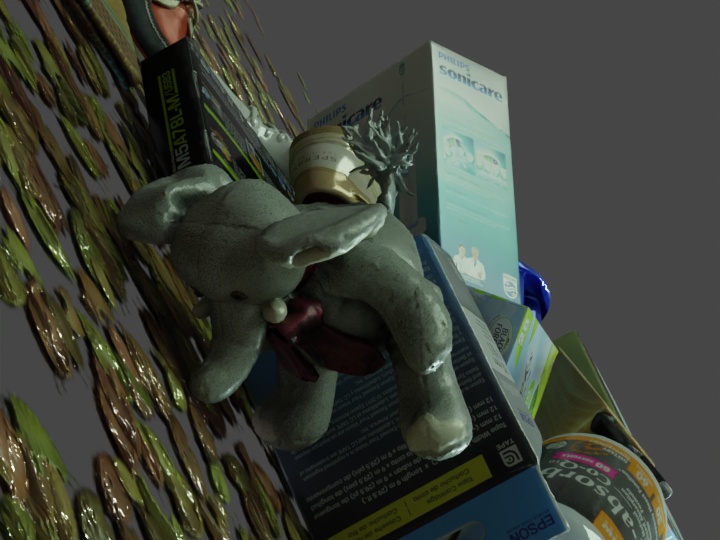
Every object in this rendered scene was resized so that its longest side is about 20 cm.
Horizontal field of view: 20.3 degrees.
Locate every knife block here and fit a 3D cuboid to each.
[{"bbox_3d":[0.174,0.125,1.467,0.064,0.175,0.200,51,48,-16],"label":"knife block"}]

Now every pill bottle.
[{"bbox_3d":[0.120,0.185,1.269,0.117,0.116,0.200,62,24,-3],"label":"pill bottle"}]

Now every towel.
[{"bbox_3d":[-0.200,-0.227,1.349,0.147,0.022,0.201,58,9,-42],"label":"towel"}]

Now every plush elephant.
[{"bbox_3d":[-0.040,0.011,1.083,0.164,0.154,0.202,9,-83,47],"label":"plush elephant"}]

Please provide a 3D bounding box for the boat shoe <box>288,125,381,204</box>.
[{"bbox_3d":[0.000,0.000,1.347,0.069,0.073,0.201,-81,149,-50],"label":"boat shoe"}]

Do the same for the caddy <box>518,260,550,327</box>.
[{"bbox_3d":[0.056,0.050,1.611,0.142,0.199,0.106,60,21,-52],"label":"caddy"}]

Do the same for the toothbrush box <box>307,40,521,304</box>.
[{"bbox_3d":[0.036,-0.046,1.501,0.085,0.146,0.201,20,55,-37],"label":"toothbrush box"}]

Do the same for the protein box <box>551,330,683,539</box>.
[{"bbox_3d":[0.142,0.197,1.639,0.135,0.198,0.201,58,7,-40],"label":"protein box"}]

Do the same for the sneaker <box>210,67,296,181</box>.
[{"bbox_3d":[-0.057,-0.098,1.622,0.201,0.115,0.074,60,7,-22],"label":"sneaker"}]

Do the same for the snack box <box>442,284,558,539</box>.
[{"bbox_3d":[0.068,0.108,1.340,0.067,0.170,0.200,19,-5,15],"label":"snack box"}]

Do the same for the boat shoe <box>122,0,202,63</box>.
[{"bbox_3d":[-0.150,-0.203,1.502,0.201,0.062,0.071,-109,173,-51],"label":"boat shoe"}]

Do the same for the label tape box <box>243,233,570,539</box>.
[{"bbox_3d":[0.027,0.101,1.210,0.201,0.143,0.066,64,11,19],"label":"label tape box"}]

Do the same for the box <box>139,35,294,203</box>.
[{"bbox_3d":[-0.074,-0.029,1.344,0.200,0.047,0.194,55,14,-39],"label":"box"}]
